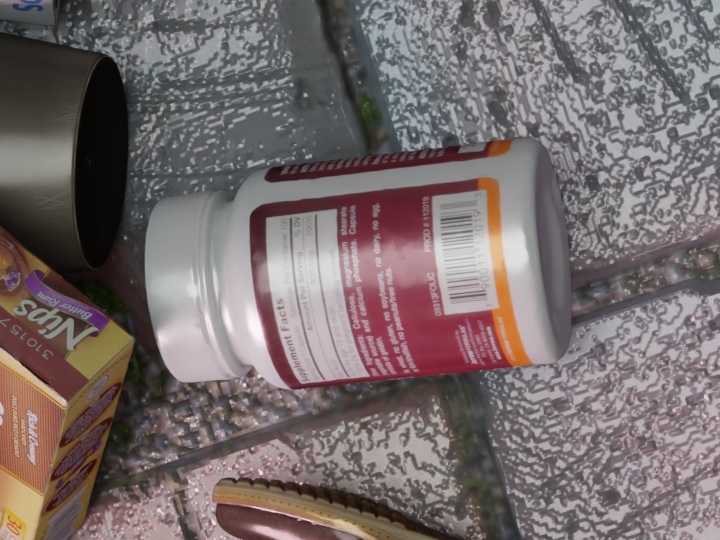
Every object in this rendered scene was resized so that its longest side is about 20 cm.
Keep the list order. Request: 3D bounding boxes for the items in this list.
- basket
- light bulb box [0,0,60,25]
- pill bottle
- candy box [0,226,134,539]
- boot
[{"bbox_3d":[-0.230,-0.063,1.323,0.199,0.136,0.181,3,67,8],"label":"basket"},{"bbox_3d":[-0.238,-0.245,1.285,0.199,0.125,0.199,8,79,-4],"label":"light bulb box"},{"bbox_3d":[0.000,0.000,1.275,0.199,0.114,0.115,-6,88,13],"label":"pill bottle"},{"bbox_3d":[-0.186,0.064,1.283,0.117,0.200,0.056,39,58,10],"label":"candy box"},{"bbox_3d":[-0.003,0.205,1.295,0.199,0.072,0.167,19,92,9],"label":"boot"}]
